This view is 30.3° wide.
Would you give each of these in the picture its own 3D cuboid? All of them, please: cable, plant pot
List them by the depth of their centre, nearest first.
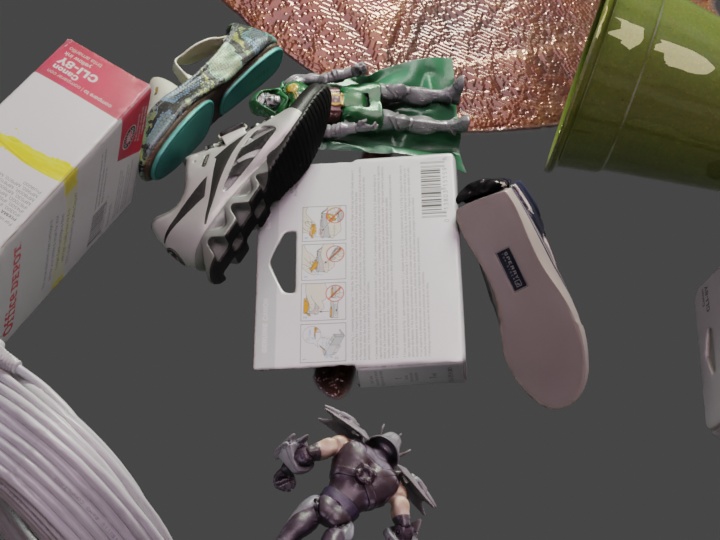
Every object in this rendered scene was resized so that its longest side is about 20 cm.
[{"bbox_3d":[-0.202,0.153,0.886,0.199,0.201,0.069,34,62,26],"label":"cable"},{"bbox_3d":[0.283,-0.154,1.172,0.187,0.201,0.202,19,57,5],"label":"plant pot"}]

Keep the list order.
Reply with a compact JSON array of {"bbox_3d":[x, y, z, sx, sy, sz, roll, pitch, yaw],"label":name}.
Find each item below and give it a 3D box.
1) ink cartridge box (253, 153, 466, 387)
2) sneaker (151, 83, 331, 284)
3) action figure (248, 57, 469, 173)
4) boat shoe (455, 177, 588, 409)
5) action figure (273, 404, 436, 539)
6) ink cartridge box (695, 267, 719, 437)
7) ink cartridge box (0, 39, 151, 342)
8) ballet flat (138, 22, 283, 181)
[{"bbox_3d":[0.000,0.000,1.122,0.171,0.044,0.203,-3,61,5],"label":"ink cartridge box"},{"bbox_3d":[-0.101,-0.092,1.118,0.088,0.074,0.201,29,68,19],"label":"sneaker"},{"bbox_3d":[-0.003,-0.146,1.200,0.197,0.055,0.120,-1,64,-11],"label":"action figure"},{"bbox_3d":[0.148,0.012,1.138,0.203,0.074,0.093,70,22,-3],"label":"boat shoe"},{"bbox_3d":[-0.026,0.187,0.997,0.129,0.070,0.200,34,54,13],"label":"action figure"},{"bbox_3d":[0.404,0.076,1.156,0.197,0.084,0.147,8,60,-10],"label":"ink cartridge box"},{"bbox_3d":[-0.252,-0.054,1.008,0.083,0.146,0.201,30,51,4],"label":"ink cartridge box"},{"bbox_3d":[-0.147,-0.151,1.154,0.074,0.075,0.200,36,49,7],"label":"ballet flat"}]
